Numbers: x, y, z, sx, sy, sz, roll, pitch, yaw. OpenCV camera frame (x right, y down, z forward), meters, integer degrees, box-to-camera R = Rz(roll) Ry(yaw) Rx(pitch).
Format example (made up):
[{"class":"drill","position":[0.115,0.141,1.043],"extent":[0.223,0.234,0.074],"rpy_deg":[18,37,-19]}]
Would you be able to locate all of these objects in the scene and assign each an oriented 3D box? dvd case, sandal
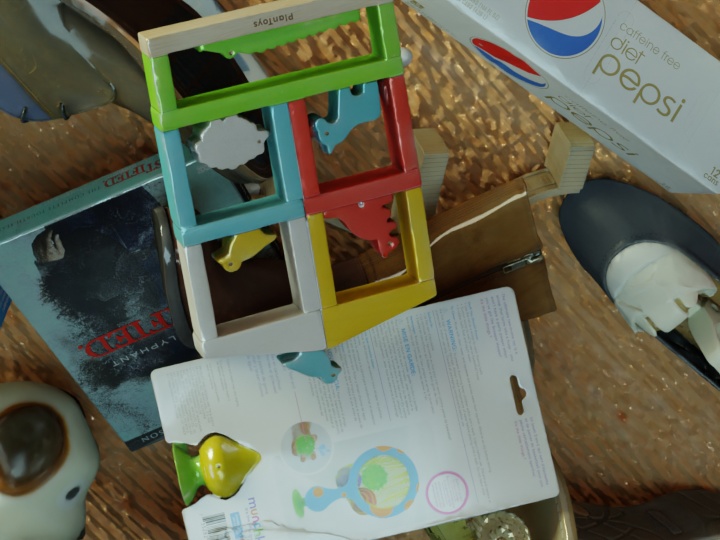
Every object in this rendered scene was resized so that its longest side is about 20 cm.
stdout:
[{"class":"dvd case","position":[-0.109,0.018,1.179],"extent":[0.145,0.022,0.200],"rpy_deg":[-22,138,7]},{"class":"sandal","position":[0.066,0.106,1.168],"extent":[0.069,0.212,0.078],"rpy_deg":[5,141,-17]}]

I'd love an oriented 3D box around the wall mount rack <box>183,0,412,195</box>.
[{"class":"wall mount rack","position":[-0.077,-0.128,1.131],"extent":[0.173,0.075,0.200],"rpy_deg":[-32,111,11]}]

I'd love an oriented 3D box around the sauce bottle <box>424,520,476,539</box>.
[{"class":"sauce bottle","position":[0.068,0.145,1.258],"extent":[0.065,0.065,0.200],"rpy_deg":[-27,110,9]}]

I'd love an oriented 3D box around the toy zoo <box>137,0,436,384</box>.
[{"class":"toy zoo","position":[-0.032,-0.037,1.055],"extent":[0.131,0.020,0.201],"rpy_deg":[-15,111,-16]}]

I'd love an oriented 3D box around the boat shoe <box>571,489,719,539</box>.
[{"class":"boat shoe","position":[0.156,0.183,1.243],"extent":[0.199,0.074,0.074],"rpy_deg":[-1,112,-26]}]

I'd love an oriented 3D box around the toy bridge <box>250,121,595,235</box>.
[{"class":"toy bridge","position":[0.032,-0.046,1.163],"extent":[0.199,0.027,0.067],"rpy_deg":[-5,131,-22]}]

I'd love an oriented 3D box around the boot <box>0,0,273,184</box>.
[{"class":"boot","position":[-0.136,-0.105,1.077],"extent":[0.097,0.075,0.200],"rpy_deg":[-35,104,30]}]

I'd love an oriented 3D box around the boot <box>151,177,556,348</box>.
[{"class":"boot","position":[0.000,0.000,1.123],"extent":[0.199,0.069,0.189],"rpy_deg":[-20,135,6]}]

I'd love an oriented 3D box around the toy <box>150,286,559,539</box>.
[{"class":"toy","position":[-0.004,0.087,1.123],"extent":[0.199,0.047,0.116],"rpy_deg":[-13,90,-5]}]

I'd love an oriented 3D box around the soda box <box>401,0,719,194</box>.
[{"class":"soda box","position":[0.123,-0.121,1.136],"extent":[0.200,0.068,0.064],"rpy_deg":[33,85,-15]}]

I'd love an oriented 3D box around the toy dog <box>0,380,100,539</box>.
[{"class":"toy dog","position":[-0.250,0.128,1.217],"extent":[0.199,0.140,0.195],"rpy_deg":[-13,82,4]}]

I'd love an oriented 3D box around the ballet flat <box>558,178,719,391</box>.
[{"class":"ballet flat","position":[0.196,0.024,1.208],"extent":[0.200,0.073,0.073],"rpy_deg":[41,106,-17]}]

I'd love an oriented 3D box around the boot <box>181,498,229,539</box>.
[{"class":"boot","position":[-0.090,0.152,1.172],"extent":[0.203,0.073,0.154],"rpy_deg":[16,99,-17]}]

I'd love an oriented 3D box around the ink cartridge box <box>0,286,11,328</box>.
[{"class":"ink cartridge box","position":[-0.255,-0.047,1.120],"extent":[0.084,0.145,0.201],"rpy_deg":[-6,113,4]}]
